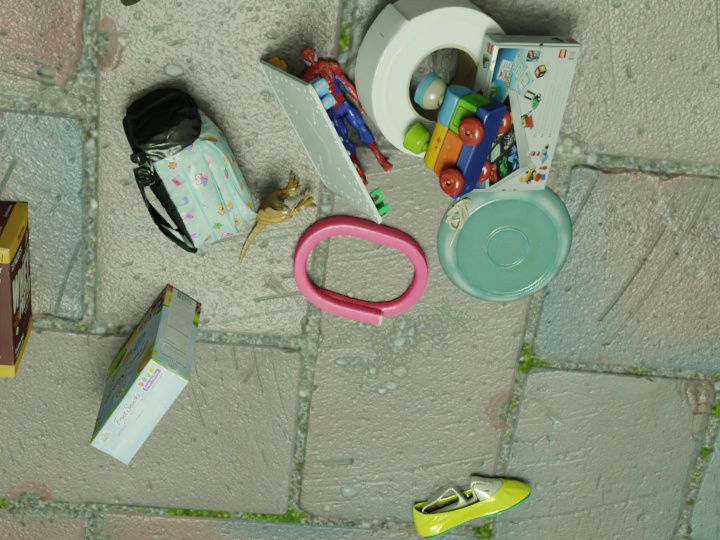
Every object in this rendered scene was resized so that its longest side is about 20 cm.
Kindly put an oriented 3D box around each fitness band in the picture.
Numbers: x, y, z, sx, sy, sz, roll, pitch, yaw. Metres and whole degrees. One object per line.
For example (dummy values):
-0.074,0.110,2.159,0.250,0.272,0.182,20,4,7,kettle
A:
0.000,0.000,1.697,0.197,0.038,0.145,15,117,-12,fitness band

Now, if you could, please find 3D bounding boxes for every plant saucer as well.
0.208,-0.037,1.694,0.196,0.028,0.203,-1,120,-2,plant saucer

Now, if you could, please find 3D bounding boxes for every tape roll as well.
0.094,-0.251,1.515,0.199,0.071,0.205,-10,123,-16,tape roll

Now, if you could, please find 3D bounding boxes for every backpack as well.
-0.221,-0.125,1.553,0.125,0.168,0.202,-22,124,4,backpack

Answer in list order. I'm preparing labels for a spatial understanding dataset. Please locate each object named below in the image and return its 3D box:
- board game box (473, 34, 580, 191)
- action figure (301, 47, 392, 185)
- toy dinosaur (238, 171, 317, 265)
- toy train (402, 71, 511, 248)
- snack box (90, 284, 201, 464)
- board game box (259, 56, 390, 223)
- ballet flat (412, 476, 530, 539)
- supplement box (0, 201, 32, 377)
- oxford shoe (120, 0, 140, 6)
0.199,-0.199,1.517,0.124,0.035,0.203,-3,121,-24,board game box
-0.024,-0.208,1.574,0.065,0.052,0.202,-30,114,4,action figure
-0.122,-0.081,1.621,0.105,0.200,0.061,-32,86,-19,toy dinosaur
0.099,-0.138,1.479,0.115,0.084,0.202,36,125,23,toy train
-0.299,0.142,1.665,0.067,0.201,0.169,30,113,-19,snack box
-0.045,-0.172,1.513,0.026,0.200,0.202,-34,117,-10,board game box
0.173,0.368,1.896,0.197,0.067,0.068,-24,104,11,ballet flat
-0.559,0.020,1.621,0.193,0.133,0.203,4,119,-5,supplement box
-0.263,-0.420,1.447,0.071,0.071,0.202,37,122,16,oxford shoe
